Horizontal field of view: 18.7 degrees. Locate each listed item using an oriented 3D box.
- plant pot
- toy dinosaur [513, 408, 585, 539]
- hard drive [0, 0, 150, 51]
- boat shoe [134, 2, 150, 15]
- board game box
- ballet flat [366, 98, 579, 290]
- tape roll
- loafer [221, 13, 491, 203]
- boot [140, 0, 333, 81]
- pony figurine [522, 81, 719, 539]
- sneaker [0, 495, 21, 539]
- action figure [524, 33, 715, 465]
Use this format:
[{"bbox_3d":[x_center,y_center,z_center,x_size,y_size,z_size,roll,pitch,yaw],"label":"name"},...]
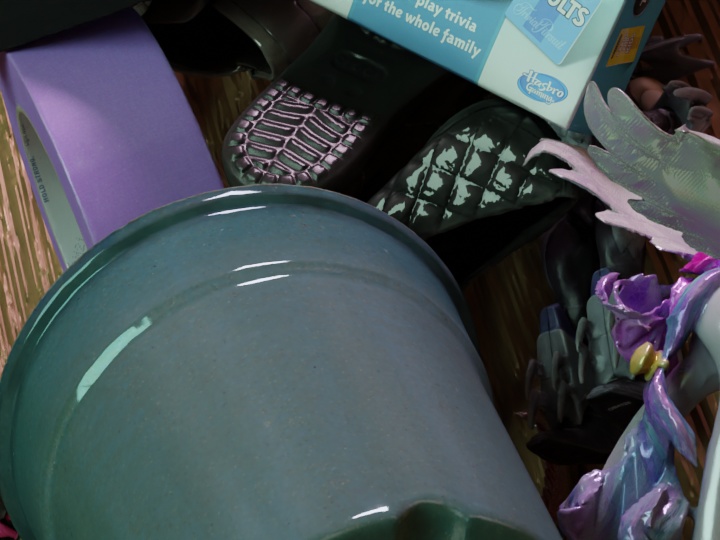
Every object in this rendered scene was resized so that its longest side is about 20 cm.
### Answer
[{"bbox_3d":[-0.017,0.099,0.788,0.200,0.200,0.196,-60,29,14],"label":"plant pot"},{"bbox_3d":[0.058,0.193,0.912,0.182,0.105,0.200,-56,11,31],"label":"toy dinosaur"},{"bbox_3d":[-0.112,-0.158,1.013,0.200,0.038,0.140,-12,28,34],"label":"hard drive"},{"bbox_3d":[-0.147,-0.123,1.168,0.072,0.072,0.200,-78,1,-73],"label":"boat shoe"},{"bbox_3d":[0.068,-0.176,0.871,0.151,0.047,0.200,29,103,23],"label":"board game box"},{"bbox_3d":[0.009,0.013,0.897,0.200,0.066,0.057,-49,45,21],"label":"ballet flat"},{"bbox_3d":[-0.109,-0.024,1.047,0.200,0.066,0.201,158,90,-77],"label":"tape roll"},{"bbox_3d":[0.012,-0.076,0.950,0.073,0.200,0.071,32,146,26],"label":"loafer"},{"bbox_3d":[-0.058,-0.158,1.072,0.200,0.070,0.146,12,55,50],"label":"boot"},{"bbox_3d":[0.145,0.022,0.783,0.167,0.193,0.200,-143,72,-86],"label":"pony figurine"},{"bbox_3d":[-0.181,0.124,1.161,0.200,0.074,0.088,-10,70,50],"label":"sneaker"},{"bbox_3d":[0.097,-0.024,0.918,0.130,0.069,0.200,-31,53,45],"label":"action figure"}]
